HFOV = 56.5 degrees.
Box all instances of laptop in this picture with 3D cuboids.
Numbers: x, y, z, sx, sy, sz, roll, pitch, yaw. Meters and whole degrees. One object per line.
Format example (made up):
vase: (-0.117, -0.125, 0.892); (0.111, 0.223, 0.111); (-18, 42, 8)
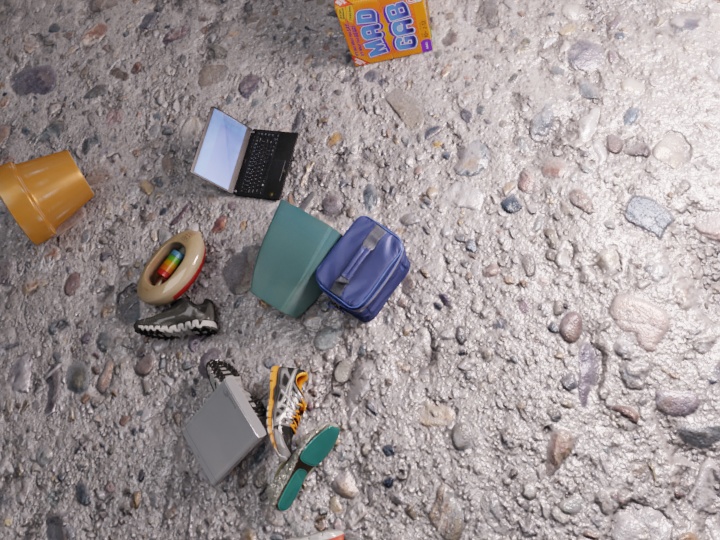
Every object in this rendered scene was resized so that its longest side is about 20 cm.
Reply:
laptop: (-0.269, -0.276, 1.571); (0.195, 0.103, 0.182); (9, 73, 18)

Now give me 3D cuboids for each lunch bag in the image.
lunch bag: (0.000, 0.000, 1.380); (0.135, 0.133, 0.202); (33, 80, 23)

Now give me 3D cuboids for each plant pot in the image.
plant pot: (-0.766, -0.196, 1.641); (0.181, 0.202, 0.201); (-33, 64, -16)
plant pot: (-0.138, -0.015, 1.423); (0.139, 0.141, 0.203); (29, 87, 23)

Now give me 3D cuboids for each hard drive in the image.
hard drive: (-0.273, 0.320, 1.323); (0.133, 0.026, 0.200); (53, 125, 16)

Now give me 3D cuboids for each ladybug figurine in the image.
ladybug figurine: (-0.419, -0.002, 1.519); (0.134, 0.072, 0.201); (27, 73, 36)

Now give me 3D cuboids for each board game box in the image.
board game box: (0.053, -0.641, 1.564); (0.194, 0.200, 0.205); (-8, 67, 11)

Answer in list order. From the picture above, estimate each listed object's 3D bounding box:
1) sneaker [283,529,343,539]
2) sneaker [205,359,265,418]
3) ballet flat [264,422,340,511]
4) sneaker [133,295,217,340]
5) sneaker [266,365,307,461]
sneaker: (-0.120, 0.542, 1.246); (0.195, 0.077, 0.084); (-16, 73, 10)
sneaker: (-0.272, 0.267, 1.383); (0.199, 0.066, 0.092); (39, 113, 38)
ballet flat: (-0.121, 0.372, 1.314); (0.071, 0.072, 0.202); (33, 81, 23)
sneaker: (-0.408, 0.103, 1.493); (0.194, 0.067, 0.093); (-5, 66, 9)
sneaker: (-0.144, 0.277, 1.334); (0.075, 0.079, 0.204); (-5, 54, 2)
